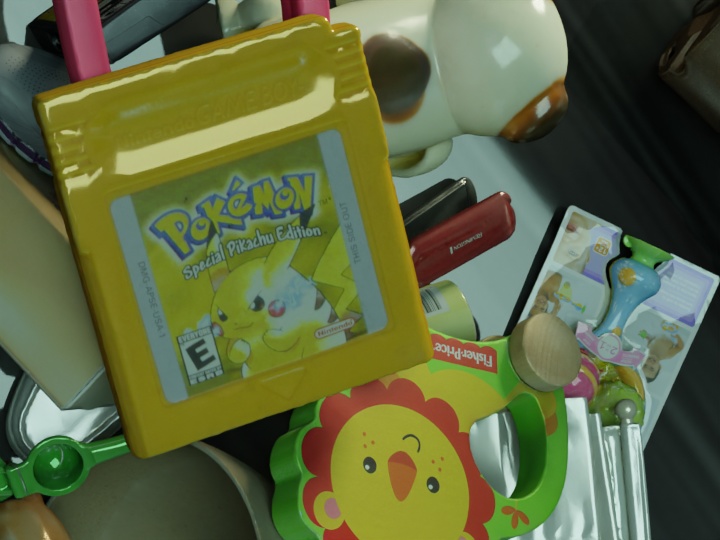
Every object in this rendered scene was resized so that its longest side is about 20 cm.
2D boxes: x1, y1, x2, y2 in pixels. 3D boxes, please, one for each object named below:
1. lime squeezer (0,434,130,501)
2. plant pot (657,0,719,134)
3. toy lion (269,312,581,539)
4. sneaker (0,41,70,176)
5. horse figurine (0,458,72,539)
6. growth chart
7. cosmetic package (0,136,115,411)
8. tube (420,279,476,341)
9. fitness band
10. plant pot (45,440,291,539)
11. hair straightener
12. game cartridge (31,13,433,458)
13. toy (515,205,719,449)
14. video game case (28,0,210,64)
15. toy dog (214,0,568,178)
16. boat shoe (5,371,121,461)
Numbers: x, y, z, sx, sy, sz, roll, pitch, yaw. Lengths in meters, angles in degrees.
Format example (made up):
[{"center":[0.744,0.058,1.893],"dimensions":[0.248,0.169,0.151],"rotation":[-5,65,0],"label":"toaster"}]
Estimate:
[{"center":[-0.181,0.107,1.237],"dimensions":[0.199,0.071,0.038],"rotation":[-6,100,23],"label":"lime squeezer"},{"center":[0.306,-0.119,1.362],"dimensions":[0.198,0.200,0.200],"rotation":[38,82,-5],"label":"plant pot"},{"center":[0.037,0.108,1.250],"dimensions":[0.200,0.069,0.192],"rotation":[14,65,-34],"label":"toy lion"},{"center":[-0.122,-0.078,1.234],"dimensions":[0.200,0.088,0.075],"rotation":[34,56,-13],"label":"sneaker"},{"center":[-0.196,0.192,1.246],"dimensions":[0.050,0.132,0.201],"rotation":[9,62,-44],"label":"horse figurine"},{"center":[0.086,0.141,1.359],"dimensions":[0.199,0.018,0.145],"rotation":[3,92,5],"label":"growth chart"},{"center":[-0.196,-0.016,1.232],"dimensions":[0.071,0.105,0.200],"rotation":[-45,83,6],"label":"cosmetic package"},{"center":[-0.028,0.057,1.335],"dimensions":[0.199,0.058,0.052],"rotation":[-16,64,-19],"label":"tube"},{"center":[-0.091,-0.151,1.141],"dimensions":[0.143,0.037,0.201],"rotation":[-14,106,-16],"label":"fitness band"},{"center":[-0.087,0.203,1.273],"dimensions":[0.134,0.200,0.201],"rotation":[18,86,-48],"label":"plant pot"},{"center":[0.000,0.000,1.341],"dimensions":[0.200,0.077,0.041],"rotation":[-35,127,-24],"label":"hair straightener"},{"center":[-0.063,-0.020,1.146],"dimensions":[0.176,0.032,0.201],"rotation":[-19,109,-14],"label":"game cartridge"},{"center":[0.148,0.072,1.389],"dimensions":[0.115,0.047,0.201],"rotation":[25,84,-12],"label":"toy"},{"center":[-0.088,-0.185,1.253],"dimensions":[0.200,0.181,0.026],"rotation":[-36,108,-11],"label":"video game case"},{"center":[0.023,-0.124,1.284],"dimensions":[0.199,0.194,0.140],"rotation":[-12,85,-6],"label":"toy dog"},{"center":[-0.135,0.037,1.301],"dimensions":[0.071,0.069,0.200],"rotation":[42,80,-11],"label":"boat shoe"}]
